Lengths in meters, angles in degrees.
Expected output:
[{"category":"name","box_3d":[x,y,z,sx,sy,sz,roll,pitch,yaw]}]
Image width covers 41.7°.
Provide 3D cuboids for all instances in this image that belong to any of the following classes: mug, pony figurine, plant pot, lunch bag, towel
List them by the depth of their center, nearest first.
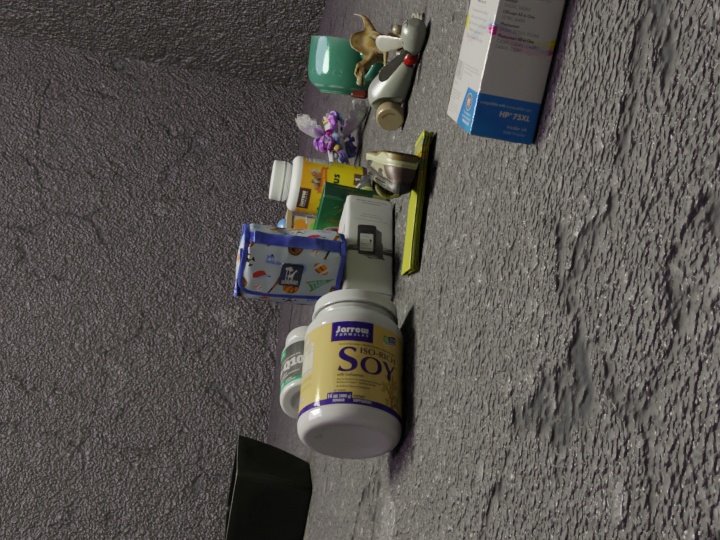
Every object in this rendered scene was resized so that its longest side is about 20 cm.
[{"category":"towel","box_3d":[0.082,-0.096,1.375,0.086,0.018,0.203,123,153,-83]},{"category":"lunch bag","box_3d":[-0.117,-0.013,1.525,0.200,0.168,0.126,127,147,-71]},{"category":"mug","box_3d":[-0.036,-0.436,2.032,0.185,0.150,0.116,-124,40,-77]},{"category":"pony figurine","box_3d":[-0.058,-0.286,2.123,0.193,0.164,0.203,103,159,-78]},{"category":"plant pot","box_3d":[-0.211,0.516,2.160,0.200,0.175,0.202,-116,36,-74]}]

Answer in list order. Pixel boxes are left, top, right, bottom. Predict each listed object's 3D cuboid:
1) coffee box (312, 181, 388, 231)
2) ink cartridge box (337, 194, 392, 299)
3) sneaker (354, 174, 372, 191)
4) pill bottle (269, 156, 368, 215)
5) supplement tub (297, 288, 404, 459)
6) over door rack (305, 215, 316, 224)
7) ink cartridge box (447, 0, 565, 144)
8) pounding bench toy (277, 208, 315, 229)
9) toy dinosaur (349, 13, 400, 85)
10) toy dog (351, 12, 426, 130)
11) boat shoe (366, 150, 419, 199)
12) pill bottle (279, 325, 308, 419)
[{"category":"coffee box","box_3d":[-0.027,-0.063,1.713,0.044,0.121,0.201,-86,8,-46]},{"category":"ink cartridge box","box_3d":[0.000,0.000,1.587,0.146,0.082,0.202,110,165,-51]},{"category":"sneaker","box_3d":[-0.001,-0.091,1.774,0.081,0.073,0.201,-81,13,-48]},{"category":"pill bottle","box_3d":[-0.080,-0.165,1.887,0.109,0.197,0.111,-172,90,-81]},{"category":"supplement tub","box_3d":[-0.011,0.144,1.316,0.146,0.143,0.202,112,164,-56]},{"category":"over door rack","box_3d":[-0.059,-0.050,2.024,0.148,0.066,0.202,124,133,-70]},{"category":"ink cartridge box","box_3d":[0.145,-0.235,0.918,0.116,0.066,0.203,-108,28,-70]},{"category":"pounding bench toy","box_3d":[-0.135,-0.035,2.272,0.201,0.154,0.126,111,165,-57]},{"category":"toy dinosaur","box_3d":[0.029,-0.426,1.756,0.058,0.100,0.202,110,166,-52]},{"category":"toy dog","box_3d":[0.043,-0.339,1.595,0.132,0.095,0.202,-97,18,-60]},{"category":"boat shoe","box_3d":[0.042,-0.139,1.402,0.201,0.071,0.067,-157,79,-81]},{"category":"pill bottle","box_3d":[-0.117,0.218,2.045,0.201,0.112,0.114,-95,16,-57]}]
